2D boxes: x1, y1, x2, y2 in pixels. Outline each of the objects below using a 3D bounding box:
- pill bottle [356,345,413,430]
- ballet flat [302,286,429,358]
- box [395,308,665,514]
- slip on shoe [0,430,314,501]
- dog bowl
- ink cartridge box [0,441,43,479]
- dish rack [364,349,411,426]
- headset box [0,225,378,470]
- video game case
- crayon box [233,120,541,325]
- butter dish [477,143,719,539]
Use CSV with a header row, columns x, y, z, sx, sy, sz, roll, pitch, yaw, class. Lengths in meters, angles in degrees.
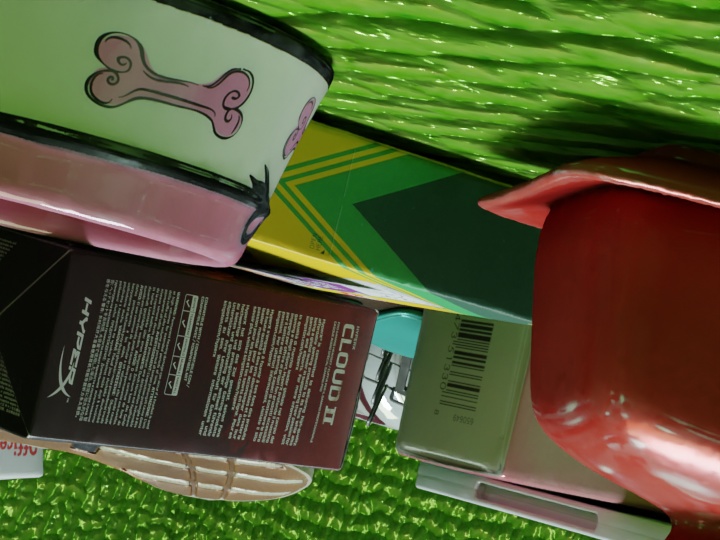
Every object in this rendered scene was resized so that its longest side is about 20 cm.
x,y,z,sx,sy,sz,roll,pitch,yaw,class
0.018,0.049,1.463,0.114,0.115,0.200,16,177,-39,pill bottle
0.000,0.000,1.125,0.200,0.073,0.068,15,160,-38,ballet flat
0.137,0.058,1.104,0.199,0.128,0.109,14,176,-29,box
-0.113,0.062,1.029,0.199,0.061,0.076,15,149,-19,slip on shoe
-0.113,-0.054,0.697,0.199,0.074,0.200,13,177,1,dog bowl
-0.246,0.024,1.225,0.082,0.201,0.146,-2,175,15,ink cartridge box
-0.018,0.036,1.301,0.199,0.055,0.154,21,147,8,dish rack
-0.102,0.026,0.881,0.148,0.075,0.200,15,-178,42,headset box
0.145,0.137,1.134,0.143,0.018,0.200,15,177,-37,video game case
-0.037,-0.028,0.928,0.172,0.058,0.200,15,176,-34,crayon box
0.138,0.045,0.753,0.199,0.148,0.199,13,177,-6,butter dish
